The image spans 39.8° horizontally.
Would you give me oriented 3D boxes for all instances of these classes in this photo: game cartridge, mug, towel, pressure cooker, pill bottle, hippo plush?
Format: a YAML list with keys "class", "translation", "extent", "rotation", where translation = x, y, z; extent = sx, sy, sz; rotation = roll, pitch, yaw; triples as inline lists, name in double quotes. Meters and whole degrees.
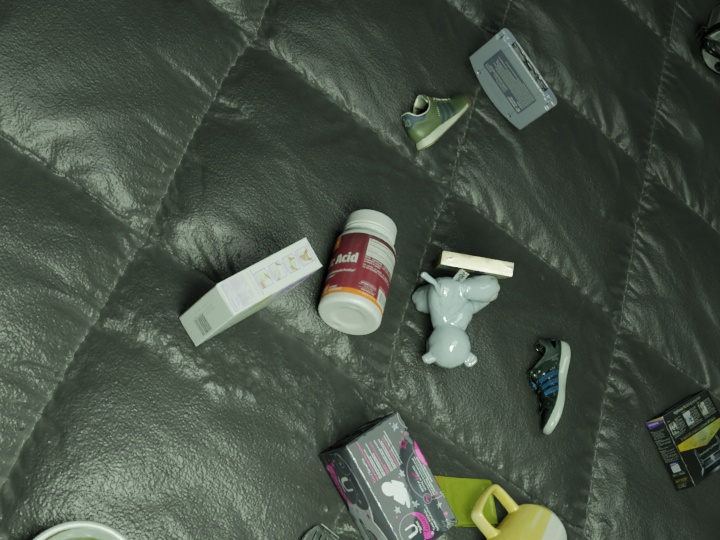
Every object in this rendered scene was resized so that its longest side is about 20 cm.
- class: "game cartridge"
  translation: [0.331, -0.417, 2.189]
  extent: [0.201, 0.133, 0.041]
  rotation: [54, 48, -4]
- class: "mug"
  translation: [0.284, 0.471, 1.718]
  extent: [0.153, 0.147, 0.190]
  rotation: [-42, 127, -49]
- class: "towel"
  translation: [0.161, 0.404, 1.746]
  extent: [0.197, 0.018, 0.088]
  rotation: [11, 63, -33]
- class: "pressure cooker"
  translation: [1.060, -0.652, 2.823]
  extent: [0.180, 0.174, 0.201]
  rotation: [58, 45, -31]
- class: "pill bottle"
  translation: [0.000, 0.000, 1.755]
  extent: [0.113, 0.114, 0.203]
  rotation: [29, 54, -22]
- class: "hippo plush"
  translation: [0.181, 0.096, 1.805]
  extent: [0.156, 0.200, 0.164]
  rotation: [-4, 79, -5]

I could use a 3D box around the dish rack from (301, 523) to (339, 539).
- class: "dish rack"
  translation: [-0.024, 0.496, 1.539]
  extent: [0.199, 0.054, 0.154]
  rotation: [41, 49, -13]

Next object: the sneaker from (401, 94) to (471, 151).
- class: "sneaker"
  translation: [0.155, -0.334, 2.060]
  extent: [0.090, 0.067, 0.200]
  rotation: [52, 52, -11]

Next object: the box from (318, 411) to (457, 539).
- class: "box"
  translation: [0.040, 0.351, 1.599]
  extent: [0.114, 0.132, 0.202]
  rotation: [-26, 86, -29]

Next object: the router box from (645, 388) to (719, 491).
- class: "router box"
  translation: [0.723, 0.366, 2.161]
  extent: [0.198, 0.052, 0.159]
  rotation: [-16, 79, -40]

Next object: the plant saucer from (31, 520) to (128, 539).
- class: "plant saucer"
  translation: [-0.375, 0.435, 1.307]
  extent: [0.198, 0.050, 0.203]
  rotation: [16, 61, -30]

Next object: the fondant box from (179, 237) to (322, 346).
- class: "fondant box"
  translation: [-0.174, 0.033, 1.588]
  extent: [0.199, 0.144, 0.059]
  rotation: [-32, 88, -41]

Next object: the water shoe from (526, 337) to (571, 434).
- class: "water shoe"
  translation: [0.363, 0.228, 1.963]
  extent: [0.078, 0.072, 0.202]
  rotation: [15, 58, 2]

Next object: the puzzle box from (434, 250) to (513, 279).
- class: "puzzle box"
  translation: [0.208, -0.009, 1.841]
  extent: [0.131, 0.200, 0.026]
  rotation: [10, 88, 1]
